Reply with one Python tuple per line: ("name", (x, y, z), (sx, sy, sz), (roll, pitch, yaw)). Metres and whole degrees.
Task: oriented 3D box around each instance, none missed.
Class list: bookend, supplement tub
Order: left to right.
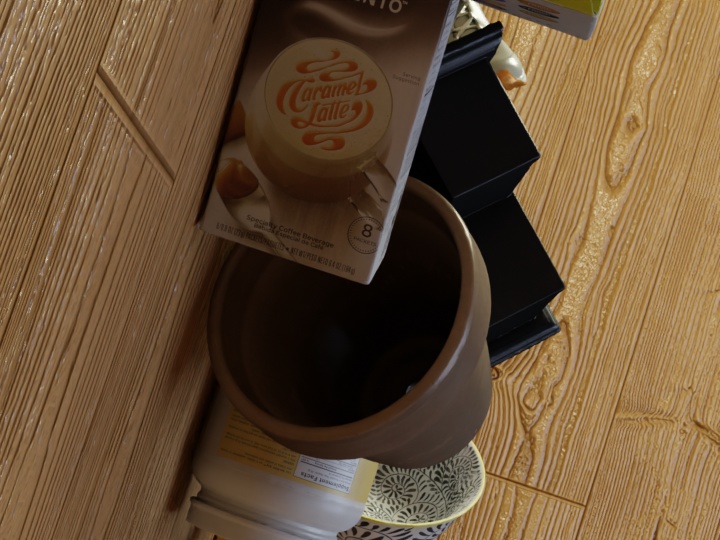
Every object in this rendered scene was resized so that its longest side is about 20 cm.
("supplement tub", (-0.049, 0.121, 1.431), (0.145, 0.144, 0.202), (70, 39, -84))
("bookend", (0.089, -0.047, 1.344), (0.092, 0.200, 0.200), (-25, 169, -15))

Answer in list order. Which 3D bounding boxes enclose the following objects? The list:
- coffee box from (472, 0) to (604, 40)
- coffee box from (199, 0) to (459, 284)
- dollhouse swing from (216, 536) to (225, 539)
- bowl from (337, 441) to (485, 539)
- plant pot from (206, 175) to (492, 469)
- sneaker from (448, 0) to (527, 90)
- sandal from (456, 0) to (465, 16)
("coffee box", (0.099, -0.291, 1.248), (0.198, 0.198, 0.202), (-33, 141, -84))
("coffee box", (-0.015, -0.109, 1.102), (0.080, 0.113, 0.202), (-57, 164, -74))
("dollhouse swing", (-0.057, 0.259, 1.907), (0.201, 0.180, 0.177), (-69, 155, -45))
("bowl", (0.010, 0.204, 1.696), (0.201, 0.199, 0.095), (-66, 175, -58))
("plant pot", (0.014, 0.056, 1.276), (0.175, 0.199, 0.202), (50, 55, -56))
("sneaker", (0.081, -0.206, 1.562), (0.200, 0.075, 0.093), (-130, -159, -63))
("sandal", (-0.016, -0.142, 1.355), (0.212, 0.070, 0.078), (-50, 176, 7))
